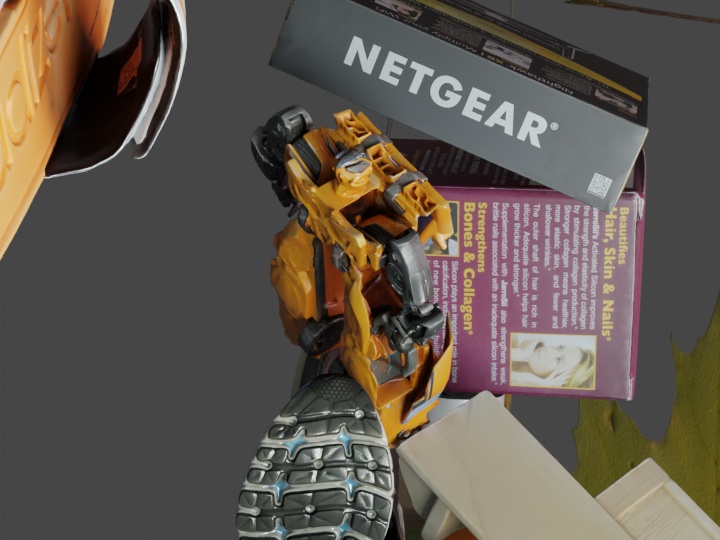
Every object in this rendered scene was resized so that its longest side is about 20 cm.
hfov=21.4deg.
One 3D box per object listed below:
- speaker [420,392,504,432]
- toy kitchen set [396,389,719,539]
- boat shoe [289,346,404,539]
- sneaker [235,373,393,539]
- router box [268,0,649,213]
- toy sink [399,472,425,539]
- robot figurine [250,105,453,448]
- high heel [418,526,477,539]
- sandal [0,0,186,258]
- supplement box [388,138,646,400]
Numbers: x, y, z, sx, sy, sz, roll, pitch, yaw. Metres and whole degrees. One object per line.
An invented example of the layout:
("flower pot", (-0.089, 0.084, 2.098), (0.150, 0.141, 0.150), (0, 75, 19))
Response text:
("speaker", (0.093, 0.209, 1.794), (0.081, 0.081, 0.201), (-32, 124, -80))
("toy kitchen set", (0.068, 0.193, 1.062), (0.199, 0.163, 0.181), (-29, 155, -35))
("boat shoe", (0.000, 0.122, 1.092), (0.068, 0.071, 0.201), (12, -78, 62))
("sneaker", (-0.029, 0.141, 1.004), (0.090, 0.078, 0.201), (-93, -170, -66))
("router box", (0.061, -0.110, 1.059), (0.157, 0.199, 0.052), (-59, 172, -72))
("toy sink", (0.039, 0.239, 1.253), (0.112, 0.129, 0.201), (-47, 140, -77))
("robot figurine", (0.000, 0.000, 0.972), (0.145, 0.058, 0.200), (48, -24, 26))
("high heel", (0.042, 0.228, 1.173), (0.200, 0.067, 0.096), (-43, 146, -16))
("sandal", (-0.082, -0.058, 0.566), (0.207, 0.059, 0.080), (-79, 168, -47))
("supplement box", (0.068, -0.004, 1.143), (0.103, 0.199, 0.132), (-66, 158, -68))
